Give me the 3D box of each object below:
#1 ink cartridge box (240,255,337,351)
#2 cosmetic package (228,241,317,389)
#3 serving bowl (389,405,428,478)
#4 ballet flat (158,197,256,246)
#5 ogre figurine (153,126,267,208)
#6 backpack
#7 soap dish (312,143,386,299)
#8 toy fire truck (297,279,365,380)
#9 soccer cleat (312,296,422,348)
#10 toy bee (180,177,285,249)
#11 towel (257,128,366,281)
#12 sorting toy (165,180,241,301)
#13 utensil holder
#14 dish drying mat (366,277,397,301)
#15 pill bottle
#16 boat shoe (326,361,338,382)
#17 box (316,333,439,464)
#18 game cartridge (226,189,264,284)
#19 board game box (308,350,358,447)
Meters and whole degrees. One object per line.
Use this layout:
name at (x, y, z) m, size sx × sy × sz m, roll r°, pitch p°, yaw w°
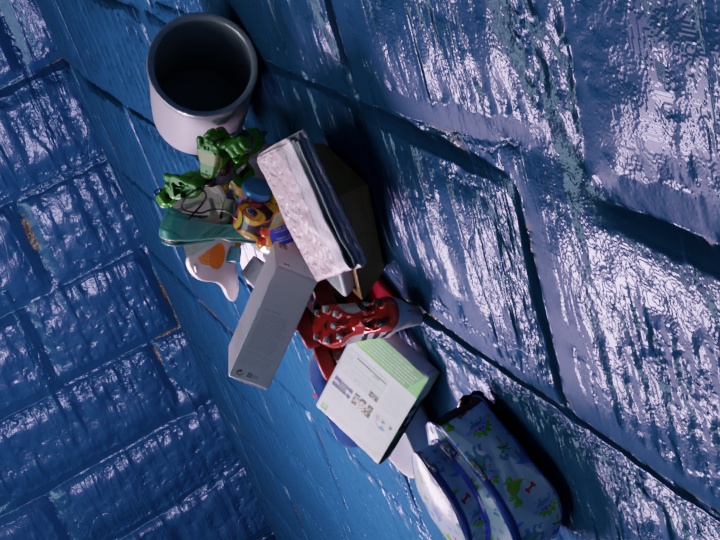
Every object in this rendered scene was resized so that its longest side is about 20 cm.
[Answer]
ink cartridge box at (-0.095, 0.070, 1.914) m, size 0.200 × 0.044 × 0.174 m, roll 35°, pitch -175°, yaw -46°
cosmetic package at (-0.137, 0.069, 1.704) m, size 0.200 × 0.074 × 0.102 m, roll -63°, pitch 17°, yaw 20°
serving bowl at (0.064, 0.239, 1.830) m, size 0.200 × 0.066 × 0.200 m, roll 53°, pitch 161°, yaw 26°
ballet flat at (-0.219, -0.076, 1.706) m, size 0.067 × 0.200 × 0.071 m, roll 23°, pitch 109°, yaw 42°
ogre figurine at (-0.218, -0.161, 1.683) m, size 0.098 × 0.120 × 0.200 m, roll 41°, pitch 125°, yaw 8°
backpack at (0.166, 0.298, 1.490) m, size 0.200 × 0.147 × 0.183 m, roll 47°, pitch 160°, yaw 33°
soap dish at (-0.039, -0.076, 1.613) m, size 0.157 × 0.081 × 0.200 m, roll 45°, pitch 156°, yaw 43°
toy fire truck at (-0.041, 0.066, 1.797) m, size 0.168 × 0.112 × 0.200 m, roll -109°, pitch -5°, yaw -47°
soccer cleat at (0.006, 0.077, 1.630) m, size 0.200 × 0.085 × 0.069 m, roll -17°, pitch 70°, yaw 48°
toy bee at (-0.153, -0.077, 1.664) m, size 0.109 × 0.200 × 0.131 m, roll 48°, pitch 154°, yaw 30°
towel at (-0.071, -0.083, 1.506) m, size 0.200 × 0.032 × 0.191 m, roll 65°, pitch 162°, yaw -4°
sorting toy at (-0.247, -0.044, 1.896) m, size 0.180 × 0.107 × 0.200 m, roll 78°, pitch 172°, yaw -47°
utensil holder at (-0.256, -0.290, 1.768) m, size 0.170 × 0.170 × 0.200 m, roll 60°, pitch 164°, yaw 6°
dish drying mat at (0.000, 0.000, 1.729) m, size 0.200 × 0.018 × 0.077 m, roll 51°, pitch 161°, yaw 35°
pill bottle at (-0.142, -0.097, 1.829) m, size 0.112 × 0.112 × 0.200 m, roll 41°, pitch 153°, yaw 50°
boat shoe at (0.016, 0.231, 1.963) m, size 0.200 × 0.075 × 0.068 m, roll 55°, pitch -164°, yaw -15°
box at (0.024, 0.184, 1.715) m, size 0.144 × 0.036 × 0.200 m, roll 41°, pitch 128°, yaw 19°
game cartridge at (-0.166, -0.059, 1.968) m, size 0.038 × 0.129 × 0.200 m, roll -72°, pitch -25°, yaw -48°
board game box at (-0.046, 0.224, 1.991) m, size 0.039 × 0.158 × 0.200 m, roll -21°, pitch 97°, yaw 30°
